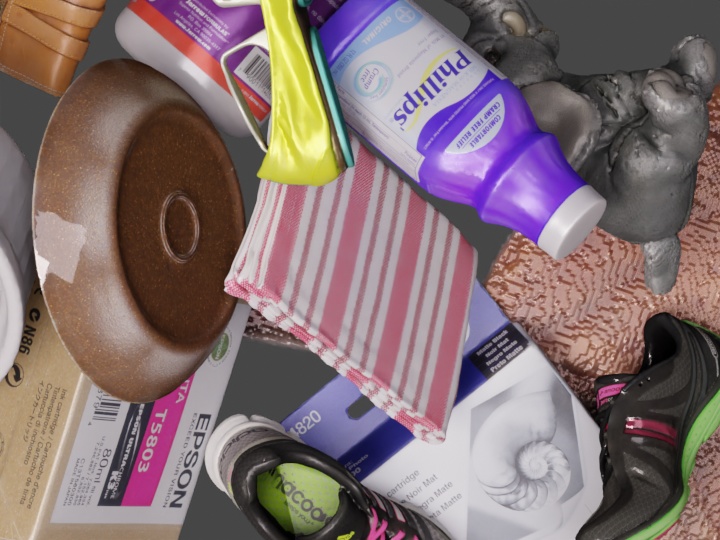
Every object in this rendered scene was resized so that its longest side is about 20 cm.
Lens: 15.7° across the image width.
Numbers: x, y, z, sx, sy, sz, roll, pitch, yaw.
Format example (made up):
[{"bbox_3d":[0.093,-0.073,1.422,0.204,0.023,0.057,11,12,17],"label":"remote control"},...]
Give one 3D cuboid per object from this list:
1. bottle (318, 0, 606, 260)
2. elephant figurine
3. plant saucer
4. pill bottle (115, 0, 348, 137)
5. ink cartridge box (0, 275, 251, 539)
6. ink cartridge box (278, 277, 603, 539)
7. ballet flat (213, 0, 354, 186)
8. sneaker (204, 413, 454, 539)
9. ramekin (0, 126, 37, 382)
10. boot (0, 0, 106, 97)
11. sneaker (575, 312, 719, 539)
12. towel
[{"bbox_3d":[0.058,-0.086,1.562,0.200,0.065,0.084,42,80,17],"label":"bottle"},{"bbox_3d":[0.116,-0.099,1.645,0.200,0.142,0.155,9,52,0],"label":"elephant figurine"},{"bbox_3d":[-0.117,-0.024,1.502,0.037,0.200,0.201,-4,99,29],"label":"plant saucer"},{"bbox_3d":[-0.052,-0.187,1.608,0.112,0.112,0.200,40,90,-10],"label":"pill bottle"},{"bbox_3d":[-0.155,0.072,1.594,0.075,0.165,0.200,19,95,30],"label":"ink cartridge box"},{"bbox_3d":[0.059,0.138,1.695,0.200,0.041,0.200,-39,99,-1],"label":"ink cartridge box"},{"bbox_3d":[-0.052,-0.146,1.524,0.067,0.067,0.200,-9,96,6],"label":"ballet flat"},{"bbox_3d":[-0.009,0.165,1.626,0.200,0.087,0.074,37,93,-11],"label":"sneaker"},{"bbox_3d":[-0.275,-0.018,1.473,0.200,0.098,0.201,7,128,9],"label":"ramekin"},{"bbox_3d":[-0.160,-0.179,1.571,0.074,0.200,0.155,19,88,-46],"label":"boot"},{"bbox_3d":[0.174,0.109,1.661,0.084,0.077,0.200,38,52,-11],"label":"sneaker"},{"bbox_3d":[0.000,0.000,1.607,0.200,0.030,0.146,40,50,-37],"label":"towel"}]
